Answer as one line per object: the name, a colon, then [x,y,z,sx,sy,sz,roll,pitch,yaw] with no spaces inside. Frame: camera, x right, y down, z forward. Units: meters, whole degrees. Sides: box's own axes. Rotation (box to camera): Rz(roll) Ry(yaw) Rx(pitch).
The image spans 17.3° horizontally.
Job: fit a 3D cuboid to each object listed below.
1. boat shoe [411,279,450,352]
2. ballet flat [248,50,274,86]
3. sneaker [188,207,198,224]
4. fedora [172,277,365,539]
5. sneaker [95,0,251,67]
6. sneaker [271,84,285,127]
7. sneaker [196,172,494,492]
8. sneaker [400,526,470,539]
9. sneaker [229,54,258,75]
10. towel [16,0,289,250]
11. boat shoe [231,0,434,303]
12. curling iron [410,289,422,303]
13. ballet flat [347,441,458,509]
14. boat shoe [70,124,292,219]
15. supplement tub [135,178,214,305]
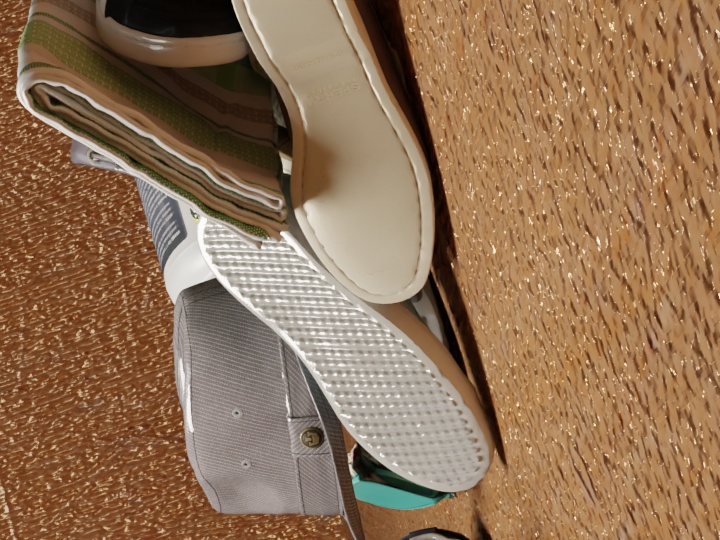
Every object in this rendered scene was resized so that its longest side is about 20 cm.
boat shoe: [0.000,0.002,1.331,0.075,0.065,0.202,81,172,-56]
ballet flat: [-0.036,-0.143,1.268,0.072,0.071,0.201,-113,7,-53]
sneaker: [-0.050,-0.042,1.445,0.076,0.075,0.200,54,-173,36]
fedora: [-0.060,0.077,1.371,0.177,0.090,0.201,-107,6,-53]
sneaker: [-0.103,-0.181,1.182,0.200,0.073,0.112,-126,33,-60]
sneaker: [-0.054,-0.170,1.380,0.085,0.075,0.201,-86,-12,-81]
sneaker: [0.007,0.023,1.233,0.200,0.074,0.082,50,-144,-2]
sneaker: [0.062,0.252,1.412,0.146,0.077,0.203,78,175,-68]
sneaker: [-0.076,-0.199,1.288,0.085,0.074,0.201,-108,12,-80]
towel: [-0.101,-0.093,1.195,0.149,0.031,0.200,32,-161,-16]
boat shoe: [-0.008,-0.080,1.149,0.060,0.072,0.201,-74,-34,-59]
curling iron: [0.005,-0.070,1.230,0.049,0.026,0.201,8,129,39]
ballet flat: [0.032,0.107,1.436,0.200,0.075,0.064,122,162,-78]
boat shoe: [-0.072,-0.053,1.312,0.065,0.199,0.072,-70,-14,11]
supplement tub: [-0.087,-0.047,1.729,0.140,0.140,0.201,82,170,-63]
